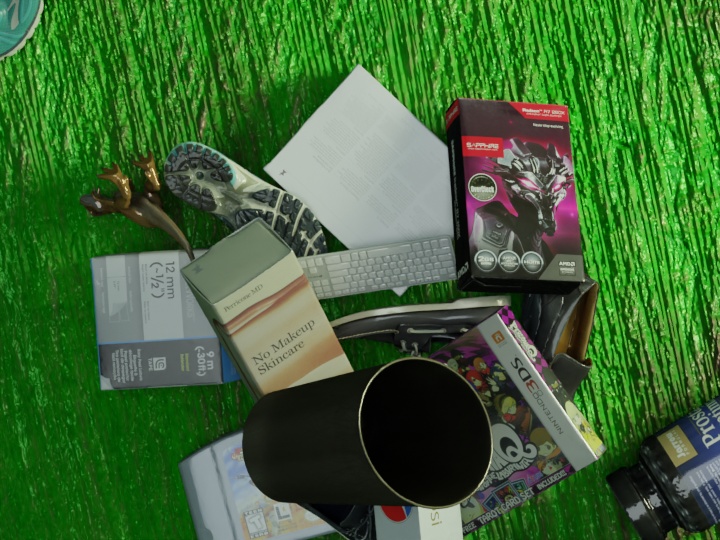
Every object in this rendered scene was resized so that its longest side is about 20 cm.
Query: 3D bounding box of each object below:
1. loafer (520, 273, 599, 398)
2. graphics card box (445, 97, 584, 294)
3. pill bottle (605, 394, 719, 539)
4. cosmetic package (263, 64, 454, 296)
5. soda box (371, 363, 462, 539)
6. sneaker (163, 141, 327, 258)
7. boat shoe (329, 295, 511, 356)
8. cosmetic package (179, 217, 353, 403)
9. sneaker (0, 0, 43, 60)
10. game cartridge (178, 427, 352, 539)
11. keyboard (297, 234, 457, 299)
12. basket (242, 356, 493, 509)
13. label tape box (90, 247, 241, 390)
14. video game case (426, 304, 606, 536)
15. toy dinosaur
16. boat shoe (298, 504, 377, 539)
[{"bbox_3d":[0.206,0.097,1.573,0.072,0.073,0.201,6,95,44],"label":"loafer"},{"bbox_3d":[0.156,-0.076,1.545,0.125,0.051,0.201,3,71,-15],"label":"graphics card box"},{"bbox_3d":[0.360,0.200,1.558,0.200,0.112,0.112,-31,90,4],"label":"pill bottle"},{"bbox_3d":[0.020,-0.095,1.600,0.200,0.052,0.151,43,93,1],"label":"cosmetic package"},{"bbox_3d":[0.053,0.196,1.531,0.064,0.068,0.201,-4,91,43],"label":"soda box"},{"bbox_3d":[-0.117,-0.073,1.597,0.200,0.086,0.078,39,97,-13],"label":"sneaker"},{"bbox_3d":[0.063,0.066,1.593,0.199,0.073,0.063,-7,88,-1],"label":"boat shoe"},{"bbox_3d":[-0.088,0.061,1.536,0.103,0.087,0.200,-35,127,-10],"label":"cosmetic package"},{"bbox_3d":[-0.422,-0.248,1.611,0.200,0.080,0.078,-39,89,3],"label":"sneaker"},{"bbox_3d":[-0.090,0.228,1.627,0.199,0.042,0.134,-15,95,4],"label":"game cartridge"},{"bbox_3d":[0.000,0.000,1.565,0.199,0.011,0.056,-9,131,10],"label":"keyboard"},{"bbox_3d":[-0.006,0.162,1.439,0.200,0.180,0.136,-12,68,45],"label":"basket"},{"bbox_3d":[-0.181,0.049,1.612,0.199,0.066,0.144,-4,92,5],"label":"label tape box"},{"bbox_3d":[0.125,0.161,1.569,0.200,0.036,0.182,-35,87,30],"label":"video game case"},{"bbox_3d":[-0.221,-0.064,1.572,0.060,0.200,0.106,-37,133,-26],"label":"toy dinosaur"},{"bbox_3d":[-0.003,0.245,1.574,0.200,0.062,0.075,30,83,-11],"label":"boat shoe"}]
